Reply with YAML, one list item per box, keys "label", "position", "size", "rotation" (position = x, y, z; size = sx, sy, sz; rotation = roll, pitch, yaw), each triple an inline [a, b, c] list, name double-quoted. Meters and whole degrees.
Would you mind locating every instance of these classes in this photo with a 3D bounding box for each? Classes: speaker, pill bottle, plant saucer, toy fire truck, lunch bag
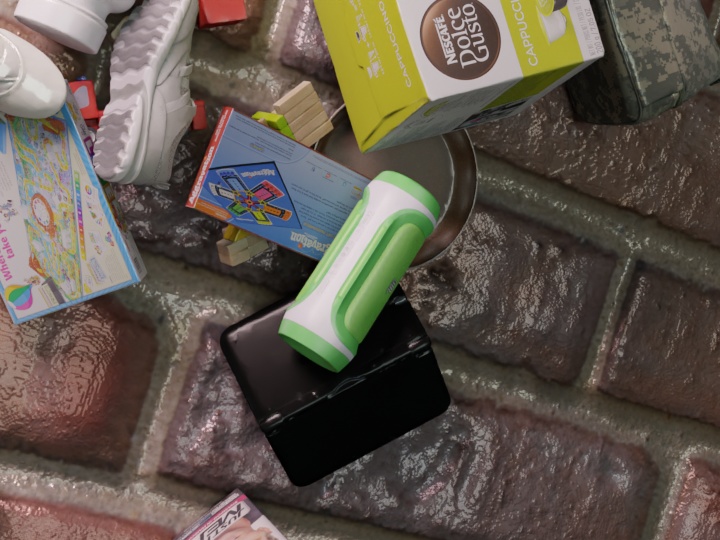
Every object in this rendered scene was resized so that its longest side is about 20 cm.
- label: "speaker"
  position: [0.000, 0.000, 1.154]
  size: [0.088, 0.088, 0.200]
  rotation: [37, 77, -21]
- label: "pill bottle"
  position: [-0.246, -0.311, 1.058]
  size: [0.111, 0.111, 0.201]
  rotation: [23, 87, -22]
- label: "plant saucer"
  position: [0.033, -0.099, 1.239]
  size: [0.199, 0.032, 0.201]
  rotation: [-2, 96, -22]
- label: "toy fire truck"
  position: [-0.208, -0.200, 1.120]
  size: [0.199, 0.049, 0.142]
  rotation: [-9, 99, -20]
- label: "lunch bag"
  position: [0.316, -0.275, 1.274]
  size: [0.167, 0.139, 0.201]
  rotation: [-26, 106, -17]

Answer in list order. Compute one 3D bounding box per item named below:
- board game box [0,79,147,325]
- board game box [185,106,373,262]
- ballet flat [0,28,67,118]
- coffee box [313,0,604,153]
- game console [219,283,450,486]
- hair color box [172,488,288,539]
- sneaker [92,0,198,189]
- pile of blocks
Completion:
- label: "board game box"
  position: [-0.303, -0.063, 1.077]
  size: [0.134, 0.034, 0.201]
  rotation: [-18, 104, 6]
- label: "board game box"
  position: [-0.074, -0.077, 1.141]
  size: [0.200, 0.019, 0.103]
  rotation: [24, 85, -40]
- label: "ballet flat"
  position: [-0.353, -0.202, 1.009]
  size: [0.200, 0.069, 0.070]
  rotation: [37, 81, 8]
- label: "coffee box"
  position: [0.086, -0.254, 1.131]
  size: [0.197, 0.200, 0.201]
  rotation: [-17, 88, -20]
- label: "game console"
  position: [-0.025, 0.109, 1.229]
  size: [0.199, 0.116, 0.176]
  rotation: [-27, 75, -6]
- label: "hair color box"
  position: [-0.118, 0.294, 1.131]
  size: [0.100, 0.200, 0.061]
  rotation: [-38, 108, -14]
- label: "sneaker"
  position: [-0.192, -0.172, 1.078]
  size: [0.082, 0.075, 0.201]
  rotation: [22, 84, -50]
- label: "pile of blocks"
  position: [-0.108, -0.103, 1.161]
  size: [0.082, 0.062, 0.201]
  rotation: [35, 78, -39]
